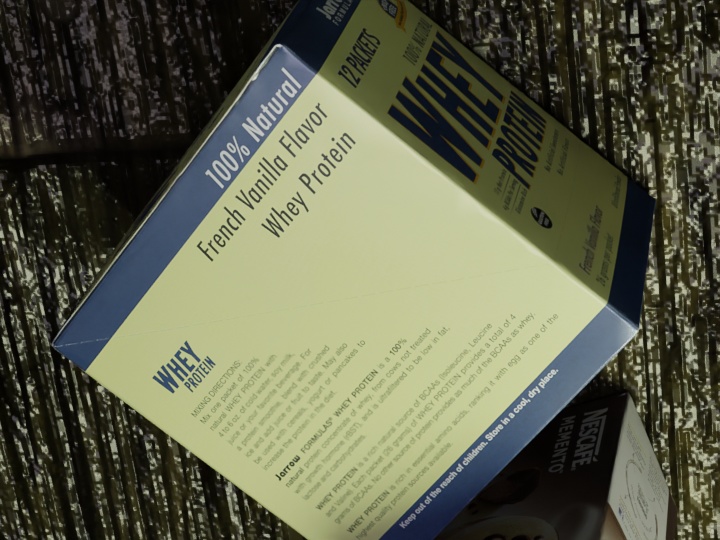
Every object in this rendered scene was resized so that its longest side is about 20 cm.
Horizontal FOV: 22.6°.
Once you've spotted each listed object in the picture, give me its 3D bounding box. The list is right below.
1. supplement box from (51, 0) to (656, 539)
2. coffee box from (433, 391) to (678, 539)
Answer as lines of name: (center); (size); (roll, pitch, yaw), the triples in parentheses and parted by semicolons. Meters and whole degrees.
supplement box: (0.000, 0.000, 0.857); (0.199, 0.135, 0.200); (37, 119, -7)
coffee box: (0.085, 0.152, 0.878); (0.112, 0.200, 0.080); (-18, 109, 22)
